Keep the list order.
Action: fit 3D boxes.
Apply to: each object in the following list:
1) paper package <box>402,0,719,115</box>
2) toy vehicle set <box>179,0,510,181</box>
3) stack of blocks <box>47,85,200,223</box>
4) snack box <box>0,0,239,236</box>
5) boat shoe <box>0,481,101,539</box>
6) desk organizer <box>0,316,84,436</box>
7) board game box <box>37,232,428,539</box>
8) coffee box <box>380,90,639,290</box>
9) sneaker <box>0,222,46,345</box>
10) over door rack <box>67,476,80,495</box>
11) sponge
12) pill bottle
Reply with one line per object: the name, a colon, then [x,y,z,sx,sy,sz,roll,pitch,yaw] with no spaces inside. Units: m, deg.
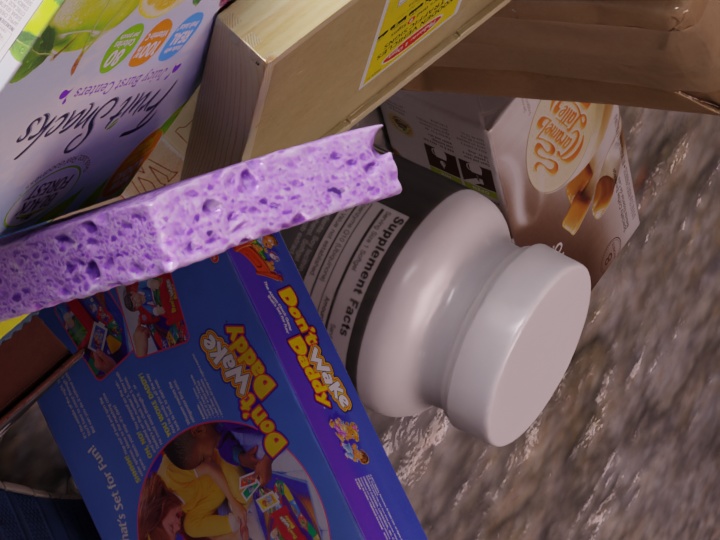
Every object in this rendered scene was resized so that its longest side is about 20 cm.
paper package: [0.107,-0.186,1.408,0.103,0.190,0.200,56,45,-58]
toy vehicle set: [0.018,-0.109,1.108,0.200,0.027,0.124,-39,166,-26]
stack of blocks: [-0.059,-0.101,1.193,0.200,0.059,0.115,-45,-167,5]
snack box: [-0.100,-0.079,0.986,0.142,0.053,0.200,-52,171,19]
boat shoe: [-0.153,0.145,1.347,0.200,0.072,0.072,5,137,-35]
desk organizer: [-0.204,0.064,1.218,0.072,0.077,0.200,-43,-179,29]
board game box: [-0.064,0.080,1.302,0.134,0.200,0.045,-32,169,32]
coffee box: [0.084,-0.063,1.610,0.114,0.080,0.200,-51,148,-26]
sneaker: [-0.152,-0.027,1.251,0.066,0.078,0.200,-33,-171,31]
over door rack: [-0.069,0.084,1.475,0.200,0.067,0.148,-29,135,-48]
sponge: [-0.091,-0.008,1.042,0.112,0.200,0.030,-21,95,-43]
pill bottle: [0.000,0.000,1.377,0.116,0.200,0.116,-50,155,-34]
